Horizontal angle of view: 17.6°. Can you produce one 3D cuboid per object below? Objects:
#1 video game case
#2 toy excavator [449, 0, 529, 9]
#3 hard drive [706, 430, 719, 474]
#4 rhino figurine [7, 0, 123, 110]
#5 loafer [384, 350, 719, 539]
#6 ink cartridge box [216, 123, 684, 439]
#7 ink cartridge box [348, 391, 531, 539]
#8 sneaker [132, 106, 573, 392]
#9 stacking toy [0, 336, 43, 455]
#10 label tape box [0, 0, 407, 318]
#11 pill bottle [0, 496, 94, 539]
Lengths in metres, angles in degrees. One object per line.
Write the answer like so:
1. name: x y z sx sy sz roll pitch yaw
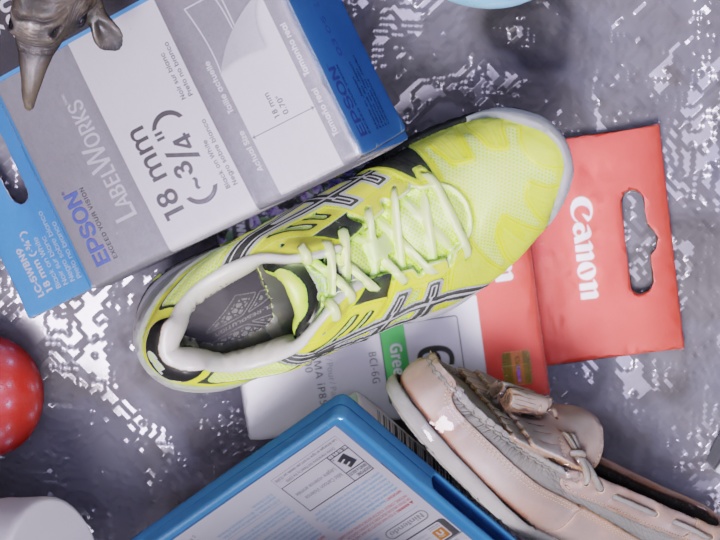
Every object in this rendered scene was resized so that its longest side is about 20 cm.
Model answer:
1. video game case: 0.012 0.148 0.978 0.143 0.018 0.200 -36 115 29
2. toy excavator: 0.022 -0.154 0.973 0.194 0.100 0.200 37 106 -6
3. hard drive: 0.274 0.071 1.046 0.199 0.027 0.133 25 98 -5
4. rhino figurine: -0.100 -0.157 0.860 0.059 0.087 0.201 10 87 0
5. loafer: 0.086 0.083 0.993 0.063 0.072 0.200 -41 131 8
6. ink cartridge box: 0.041 0.003 1.016 0.199 0.050 0.110 -8 100 1
7. ink cartridge box: -0.016 0.168 1.038 0.200 0.050 0.161 -39 114 24
8. sneaker: 0.000 0.000 0.951 0.199 0.076 0.076 -30 98 3
9. stacking toy: -0.238 0.057 1.008 0.199 0.085 0.086 2 100 -6
10. label tape box: -0.102 -0.074 0.954 0.199 0.063 0.145 -25 93 22
11. pill bottle: -0.212 0.141 0.972 0.199 0.111 0.112 -6 101 23
